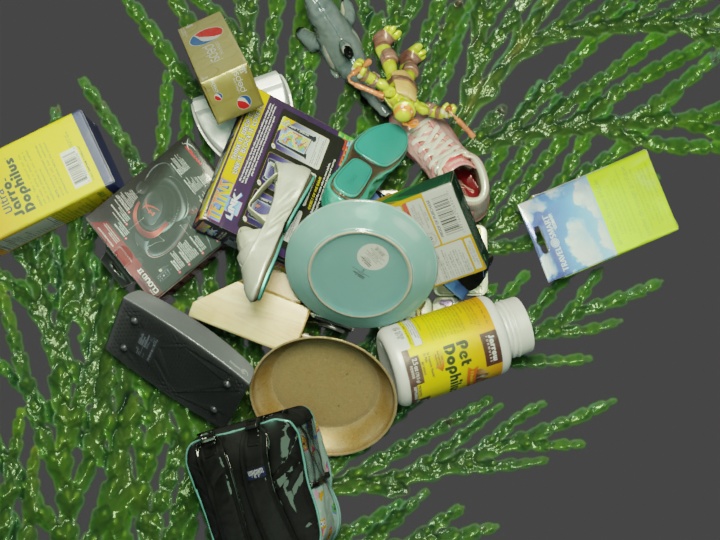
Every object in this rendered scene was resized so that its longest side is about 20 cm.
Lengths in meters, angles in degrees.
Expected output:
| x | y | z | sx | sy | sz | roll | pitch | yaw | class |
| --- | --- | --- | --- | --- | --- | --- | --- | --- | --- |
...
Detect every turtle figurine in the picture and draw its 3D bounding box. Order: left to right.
| x | y | z | sx | sy | sz | roll | pitch | yaw | class |
| --- | --- | --- | --- | --- | --- | --- | --- | --- | --- |
| 0.063 | -0.247 | 1.587 | 0.198 | 0.065 | 0.163 | 19 | 44 | -21 | turtle figurine |

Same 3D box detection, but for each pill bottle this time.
| x | y | z | sx | sy | sz | roll | pitch | yaw | class |
| --- | --- | --- | --- | --- | --- | --- | --- | --- | --- |
| 0.128 | 0.102 | 1.572 | 0.197 | 0.109 | 0.111 | -18 | 86 | -10 | pill bottle |

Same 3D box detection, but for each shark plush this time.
| x | y | z | sx | sy | sz | roll | pitch | yaw | class |
| --- | --- | --- | --- | --- | --- | --- | --- | --- | --- |
| -0.027 | -0.293 | 1.614 | 0.090 | 0.083 | 0.203 | -20 | 87 | -3 | shark plush |

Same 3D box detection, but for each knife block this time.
| x | y | z | sx | sy | sz | roll | pitch | yaw | class |
| --- | --- | --- | --- | --- | --- | --- | --- | --- | --- |
| -0.112 | 0.086 | 1.592 | 0.198 | 0.064 | 0.177 | -24 | 85 | -5 | knife block |

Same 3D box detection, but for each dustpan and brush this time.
| x | y | z | sx | sy | sz | roll | pitch | yaw | class |
| --- | --- | --- | --- | --- | --- | --- | --- | --- | --- |
| -0.139 | -0.164 | 1.610 | 0.138 | 0.057 | 0.203 | -19 | 91 | -8 | dustpan and brush |

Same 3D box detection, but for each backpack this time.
| x | y | z | sx | sy | sz | roll | pitch | yaw | class |
| --- | --- | --- | --- | --- | --- | --- | --- | --- | --- |
| -0.116 | 0.290 | 1.525 | 0.174 | 0.153 | 0.203 | -17 | 84 | 15 | backpack |

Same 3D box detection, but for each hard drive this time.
| x | y | z | sx | sy | sz | roll | pitch | yaw | class |
| --- | --- | --- | --- | --- | --- | --- | --- | --- | --- |
| -0.238 | 0.115 | 1.560 | 0.199 | 0.135 | 0.042 | 34 | 46 | 2 | hard drive |

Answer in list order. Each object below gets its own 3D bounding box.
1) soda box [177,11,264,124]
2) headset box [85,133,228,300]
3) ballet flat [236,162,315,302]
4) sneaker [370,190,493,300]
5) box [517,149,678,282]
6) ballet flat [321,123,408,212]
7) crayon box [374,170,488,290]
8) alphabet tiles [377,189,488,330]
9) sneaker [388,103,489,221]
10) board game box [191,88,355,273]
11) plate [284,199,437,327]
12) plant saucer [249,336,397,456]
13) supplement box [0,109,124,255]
| x | y | z | sx | sy | sz | roll | pitch | yaw | class |
| --- | --- | --- | --- | --- | --- | --- | --- | --- | --- |
| -0.187 | -0.270 | 1.552 | 0.067 | 0.201 | 0.065 | -23 | 124 | -3 | soda box |
| -0.263 | -0.061 | 1.592 | 0.199 | 0.075 | 0.149 | -40 | 88 | -5 | headset box |
| -0.120 | -0.053 | 1.477 | 0.069 | 0.070 | 0.202 | 22 | 63 | 0 | ballet flat |
| 0.091 | -0.051 | 1.594 | 0.200 | 0.070 | 0.078 | 42 | 90 | -8 | sneaker |
| 0.325 | -0.073 | 1.628 | 0.198 | 0.048 | 0.123 | -22 | 86 | -3 | box |
| 0.000 | -0.126 | 1.544 | 0.067 | 0.071 | 0.200 | 34 | 42 | 3 | ballet flat |
| 0.053 | -0.034 | 1.532 | 0.198 | 0.052 | 0.127 | -19 | 109 | 17 | crayon box |
| 0.079 | -0.014 | 1.632 | 0.197 | 0.015 | 0.199 | 0 | 85 | -2 | alphabet tiles |
| 0.111 | -0.161 | 1.596 | 0.075 | 0.105 | 0.201 | -34 | 82 | -5 | sneaker |
| -0.110 | -0.114 | 1.556 | 0.164 | 0.057 | 0.202 | 26 | 70 | -15 | board game box |
| 0.000 | 0.000 | 1.499 | 0.197 | 0.026 | 0.202 | 3 | 126 | 4 | plate |
| -0.048 | 0.160 | 1.563 | 0.197 | 0.036 | 0.203 | 3 | 123 | 5 | plant saucer |
| -0.430 | -0.116 | 1.573 | 0.198 | 0.109 | 0.111 | -27 | 87 | -4 | supplement box |
